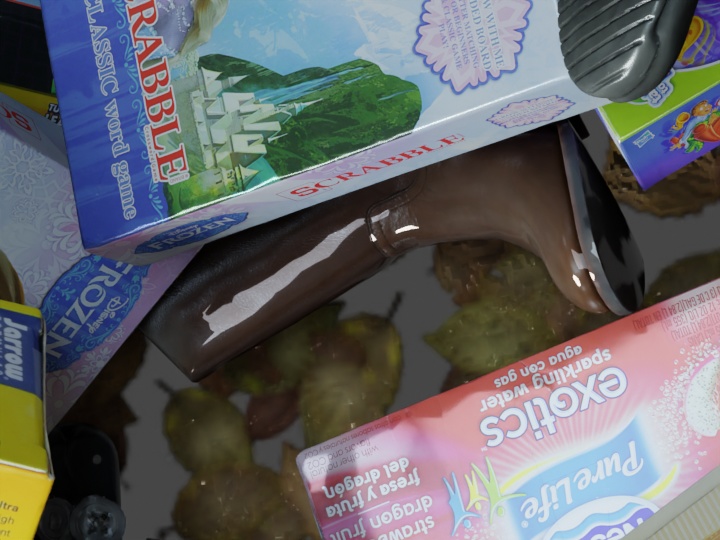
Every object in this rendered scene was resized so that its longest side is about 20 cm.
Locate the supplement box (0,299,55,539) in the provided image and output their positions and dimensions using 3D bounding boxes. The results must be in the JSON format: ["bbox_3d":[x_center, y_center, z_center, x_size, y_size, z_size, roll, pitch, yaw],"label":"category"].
[{"bbox_3d":[-0.190,0.112,0.967,0.109,0.109,0.201,14,116,-16],"label":"supplement box"}]

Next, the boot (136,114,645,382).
[{"bbox_3d":[0.000,0.000,1.024,0.199,0.187,0.064,-26,119,7],"label":"boot"}]

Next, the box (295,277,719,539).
[{"bbox_3d":[0.090,0.079,1.002,0.199,0.100,0.096,-23,75,11],"label":"box"}]

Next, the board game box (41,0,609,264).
[{"bbox_3d":[-0.024,-0.127,0.953,0.198,0.041,0.201,-19,74,25],"label":"board game box"}]

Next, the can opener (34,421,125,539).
[{"bbox_3d":[-0.120,0.159,1.080,0.063,0.079,0.202,-2,82,-23],"label":"can opener"}]

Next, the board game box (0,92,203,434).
[{"bbox_3d":[-0.195,0.012,1.005,0.200,0.199,0.041,-50,36,15],"label":"board game box"}]

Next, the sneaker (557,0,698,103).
[{"bbox_3d":[0.127,-0.133,0.880,0.088,0.074,0.201,29,64,-22],"label":"sneaker"}]

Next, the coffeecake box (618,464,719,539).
[{"bbox_3d":[0.177,0.153,0.921,0.153,0.073,0.200,-37,114,7],"label":"coffeecake box"}]

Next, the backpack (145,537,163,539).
[{"bbox_3d":[-0.078,0.226,0.987,0.182,0.135,0.200,39,92,-2],"label":"backpack"}]

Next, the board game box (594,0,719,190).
[{"bbox_3d":[0.109,-0.148,0.969,0.134,0.045,0.201,-31,63,4],"label":"board game box"}]

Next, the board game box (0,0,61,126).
[{"bbox_3d":[-0.146,-0.135,1.057,0.057,0.199,0.167,-4,79,51],"label":"board game box"}]
